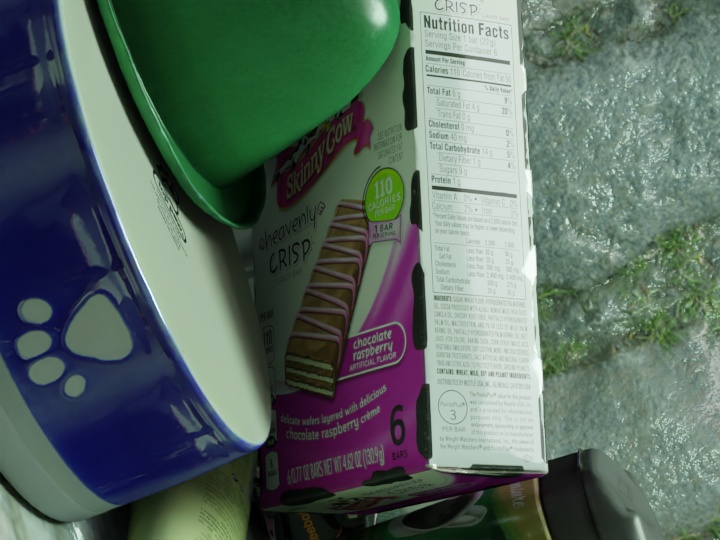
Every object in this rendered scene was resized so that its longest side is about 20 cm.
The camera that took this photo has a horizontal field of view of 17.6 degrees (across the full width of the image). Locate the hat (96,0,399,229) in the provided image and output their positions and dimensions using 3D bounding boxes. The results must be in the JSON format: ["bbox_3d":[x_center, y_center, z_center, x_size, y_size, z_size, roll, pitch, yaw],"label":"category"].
[{"bbox_3d":[0.003,-0.117,0.885,0.166,0.175,0.201,55,19,-49],"label":"hat"}]

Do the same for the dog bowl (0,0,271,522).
[{"bbox_3d":[-0.105,-0.014,0.859,0.200,0.078,0.201,-20,90,-83],"label":"dog bowl"}]

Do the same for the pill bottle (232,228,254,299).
[{"bbox_3d":[-0.082,-0.079,1.060,0.112,0.112,0.201,-95,161,-65],"label":"pill bottle"}]

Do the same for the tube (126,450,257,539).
[{"bbox_3d":[-0.071,0.116,0.896,0.058,0.052,0.200,34,21,-15],"label":"tube"}]

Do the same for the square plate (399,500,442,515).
[{"bbox_3d":[0.012,0.015,1.102,0.200,0.028,0.199,87,-9,-62],"label":"square plate"}]

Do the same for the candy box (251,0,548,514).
[{"bbox_3d":[0.011,-0.008,0.949,0.136,0.061,0.202,-22,-113,56],"label":"candy box"}]

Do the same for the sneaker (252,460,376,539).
[{"bbox_3d":[-0.028,0.092,1.155,0.200,0.080,0.087,56,20,-50],"label":"sneaker"}]

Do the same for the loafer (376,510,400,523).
[{"bbox_3d":[0.034,0.203,1.342,0.063,0.071,0.201,41,27,-87],"label":"loafer"}]

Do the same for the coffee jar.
[{"bbox_3d":[0.030,0.142,0.951,0.104,0.199,0.086,-51,120,-81],"label":"coffee jar"}]
